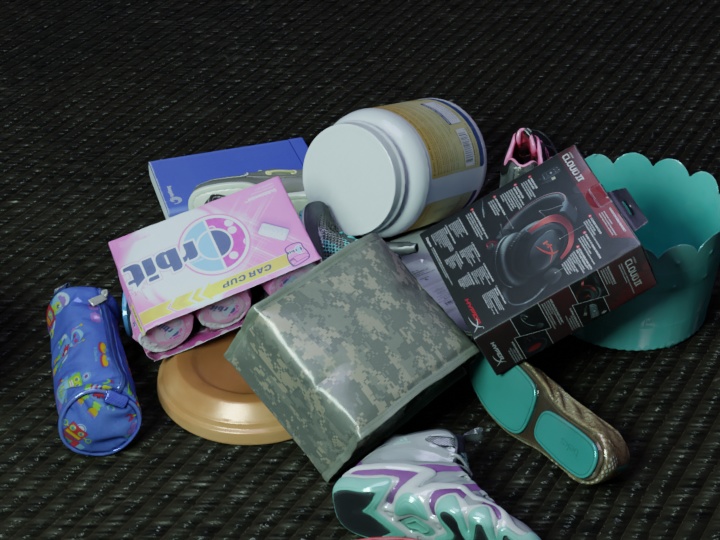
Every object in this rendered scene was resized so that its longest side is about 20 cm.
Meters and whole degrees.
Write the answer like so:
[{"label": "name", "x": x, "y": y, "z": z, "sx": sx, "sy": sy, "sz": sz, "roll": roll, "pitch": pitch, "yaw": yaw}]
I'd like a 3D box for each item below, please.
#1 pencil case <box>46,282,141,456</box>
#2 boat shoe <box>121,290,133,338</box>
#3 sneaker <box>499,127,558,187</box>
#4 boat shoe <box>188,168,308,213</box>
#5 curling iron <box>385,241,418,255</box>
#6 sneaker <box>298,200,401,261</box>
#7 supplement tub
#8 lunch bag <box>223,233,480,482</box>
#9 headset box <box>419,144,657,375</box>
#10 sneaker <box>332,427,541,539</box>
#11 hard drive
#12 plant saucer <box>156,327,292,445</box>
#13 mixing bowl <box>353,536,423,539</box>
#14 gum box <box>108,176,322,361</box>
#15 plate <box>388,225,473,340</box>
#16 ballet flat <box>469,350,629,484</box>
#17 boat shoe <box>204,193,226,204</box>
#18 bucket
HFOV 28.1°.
[{"label": "pencil case", "x": -0.264, "y": 0.092, "z": 1.419, "sx": 0.078, "sy": 0.087, "sz": 0.200, "roll": 21, "pitch": 25, "yaw": -28}, {"label": "boat shoe", "x": -0.203, "y": 0.002, "z": 1.554, "sx": 0.068, "sy": 0.085, "sz": 0.200, "roll": 3, "pitch": 36, "yaw": 10}, {"label": "sneaker", "x": 0.203, "y": -0.136, "z": 1.736, "sx": 0.078, "sy": 0.096, "sz": 0.200, "roll": 3, "pitch": 30, "yaw": 10}, {"label": "boat shoe", "x": -0.103, "y": -0.085, "z": 1.691, "sx": 0.200, "sy": 0.072, "sz": 0.060, "roll": 1, "pitch": 37, "yaw": -10}, {"label": "curling iron", "x": -0.023, "y": -0.026, "z": 1.589, "sx": 0.199, "sy": 0.026, "sz": 0.050, "roll": -2, "pitch": 29, "yaw": 35}, {"label": "sneaker", "x": 0.000, "y": 0.000, "z": 1.503, "sx": 0.091, "sy": 0.078, "sz": 0.201, "roll": -32, "pitch": 59, "yaw": 11}, {"label": "supplement tub", "x": 0.040, "y": -0.115, "z": 1.624, "sx": 0.144, "sy": 0.145, "sz": 0.200, "roll": 20, "pitch": 21, "yaw": 29}, {"label": "lunch bag", "x": -0.001, "y": 0.072, "z": 1.371, "sx": 0.200, "sy": 0.118, "sz": 0.164, "roll": -33, "pitch": 75, "yaw": -36}, {"label": "headset box", "x": 0.179, "y": -0.016, "z": 1.386, "sx": 0.199, "sy": 0.075, "sz": 0.149, "roll": -31, "pitch": 49, "yaw": 5}, {"label": "sneaker", "x": 0.089, "y": 0.189, "z": 1.269, "sx": 0.199, "sy": 0.078, "sz": 0.140, "roll": 17, "pitch": 38, "yaw": 24}, {"label": "hard drive", "x": -0.151, "y": -0.111, "z": 1.771, "sx": 0.199, "sy": 0.025, "sz": 0.132, "roll": -11, "pitch": 35, "yaw": -14}, {"label": "plant saucer", "x": -0.106, "y": 0.098, "z": 1.448, "sx": 0.199, "sy": 0.038, "sz": 0.201, "roll": 0, "pitch": 34, "yaw": 0}, {"label": "mixing bowl", "x": 0.021, "y": 0.306, "z": 1.068, "sx": 0.199, "sy": 0.109, "sz": 0.201, "roll": -1, "pitch": 34, "yaw": 0}, {"label": "gum box", "x": -0.149, "y": -0.001, "z": 1.451, "sx": 0.199, "sy": 0.066, "sz": 0.114, "roll": -22, "pitch": 59, "yaw": -10}, {"label": "plate", "x": 0.066, "y": 0.016, "z": 1.570, "sx": 0.199, "sy": 0.032, "sz": 0.200, "roll": -22, "pitch": 39, "yaw": -29}, {"label": "ballet flat", "x": 0.181, "y": 0.140, "z": 1.369, "sx": 0.065, "sy": 0.071, "sz": 0.200, "roll": 8, "pitch": 25, "yaw": -40}, {"label": "boat shoe", "x": -0.116, "y": -0.035, "z": 1.573, "sx": 0.071, "sy": 0.061, "sz": 0.201, "roll": -4, "pitch": 35, "yaw": -34}, {"label": "bucket", "x": 0.286, "y": -0.021, "z": 1.525, "sx": 0.206, "sy": 0.135, "sz": 0.208, "roll": 0, "pitch": 34, "yaw": 0}]
